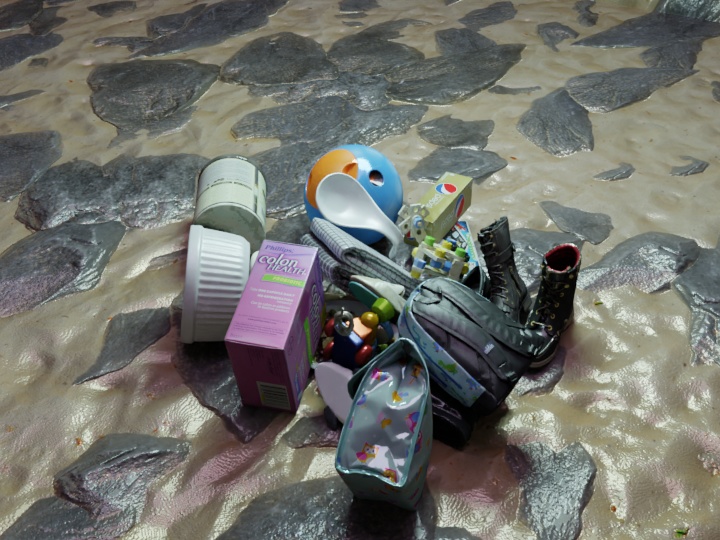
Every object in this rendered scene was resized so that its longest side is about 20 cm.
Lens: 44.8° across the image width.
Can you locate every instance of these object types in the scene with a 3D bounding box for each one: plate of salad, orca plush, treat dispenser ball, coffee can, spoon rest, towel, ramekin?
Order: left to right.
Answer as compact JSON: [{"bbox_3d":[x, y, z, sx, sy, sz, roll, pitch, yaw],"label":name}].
[{"bbox_3d":[-0.248,0.027,1.501,0.103,0.202,0.201,5,34,-9],"label":"ramekin"},{"bbox_3d":[-0.260,-0.120,1.744,0.144,0.148,0.201,-2,35,-4],"label":"coffee can"},{"bbox_3d":[-0.031,0.105,1.516,0.197,0.049,0.201,0,36,0],"label":"plate of salad"},{"bbox_3d":[-0.014,-0.148,1.738,0.197,0.203,0.202,0,35,0],"label":"treat dispenser ball"},{"bbox_3d":[0.000,0.000,1.555,0.199,0.086,0.165,30,5,-31],"label":"towel"},{"bbox_3d":[0.003,-0.101,1.609,0.199,0.060,0.100,37,65,-16],"label":"spoon rest"},{"bbox_3d":[0.015,0.208,1.353,0.198,0.107,0.071,23,10,33],"label":"orca plush"}]

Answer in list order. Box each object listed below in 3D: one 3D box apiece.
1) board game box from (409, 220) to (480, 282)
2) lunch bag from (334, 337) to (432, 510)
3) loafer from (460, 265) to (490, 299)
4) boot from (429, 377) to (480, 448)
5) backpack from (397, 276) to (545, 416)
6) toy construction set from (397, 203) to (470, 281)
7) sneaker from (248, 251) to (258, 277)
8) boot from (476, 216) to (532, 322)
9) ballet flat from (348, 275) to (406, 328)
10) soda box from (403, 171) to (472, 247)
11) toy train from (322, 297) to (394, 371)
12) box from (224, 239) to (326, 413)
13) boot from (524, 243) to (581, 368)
[{"bbox_3d":[0.164,-0.031,1.719,0.124,0.035,0.201,-2,35,-2],"label":"board game box"},{"bbox_3d":[0.043,0.207,1.205,0.120,0.171,0.203,9,68,13],"label":"lunch bag"},{"bbox_3d":[0.179,0.062,1.549,0.067,0.071,0.201,-2,29,32],"label":"loafer"},{"bbox_3d":[0.125,0.174,1.390,0.198,0.077,0.168,26,46,22],"label":"boot"},{"bbox_3d":[0.149,0.104,1.322,0.200,0.154,0.163,43,58,0],"label":"backpack"},{"bbox_3d":[0.127,-0.037,1.572,0.129,0.093,0.201,14,29,-21],"label":"toy construction set"},{"bbox_3d":[-0.123,0.015,1.543,0.109,0.200,0.078,5,79,11],"label":"sneaker"},{"bbox_3d":[0.235,0.010,1.531,0.068,0.176,0.200,-9,19,30],"label":"boot"},{"bbox_3d":[0.069,0.063,1.458,0.199,0.067,0.063,40,64,0],"label":"ballet flat"},{"bbox_3d":[0.158,-0.121,1.758,0.063,0.069,0.200,16,38,23],"label":"soda box"},{"bbox_3d":[0.009,0.084,1.375,0.084,0.201,0.115,39,60,21],"label":"toy train"},{"bbox_3d":[-0.128,0.089,1.387,0.095,0.177,0.202,7,50,10],"label":"box"},{"bbox_3d":[0.323,0.058,1.494,0.072,0.152,0.200,21,40,27],"label":"boot"}]
